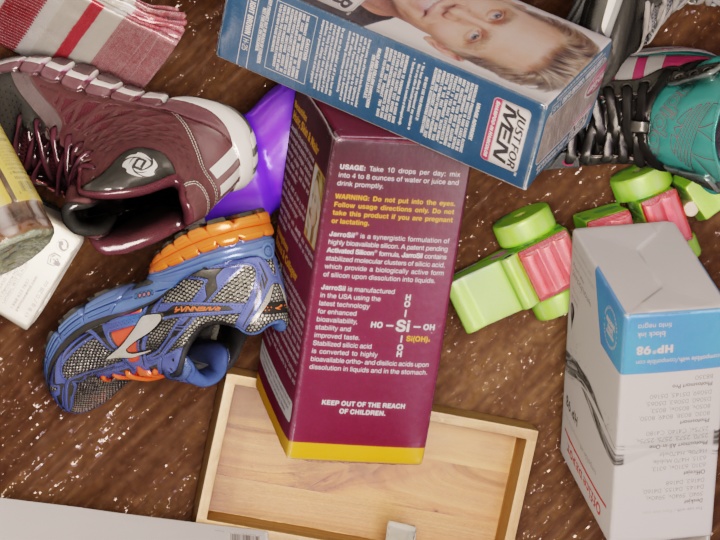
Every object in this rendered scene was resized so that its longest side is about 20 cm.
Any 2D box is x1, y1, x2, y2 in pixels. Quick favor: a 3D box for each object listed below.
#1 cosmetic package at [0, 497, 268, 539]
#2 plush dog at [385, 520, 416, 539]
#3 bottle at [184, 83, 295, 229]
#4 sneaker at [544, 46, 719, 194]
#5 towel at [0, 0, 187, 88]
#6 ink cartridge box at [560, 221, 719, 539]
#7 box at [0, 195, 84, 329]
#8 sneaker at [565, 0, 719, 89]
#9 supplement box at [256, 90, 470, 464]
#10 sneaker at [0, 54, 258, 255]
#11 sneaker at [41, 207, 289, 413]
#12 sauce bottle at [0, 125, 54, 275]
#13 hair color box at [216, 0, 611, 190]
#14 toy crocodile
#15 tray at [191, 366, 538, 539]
[{"bbox_3d":[-0.161,0.192,1.753,0.199,0.051,0.083,8,128,-9],"label":"cosmetic package"},{"bbox_3d":[0.013,0.260,1.720,0.200,0.172,0.160,-42,109,13],"label":"plush dog"},{"bbox_3d":[-0.022,-0.080,1.742,0.199,0.065,0.084,-21,104,-4],"label":"bottle"},{"bbox_3d":[0.167,-0.087,1.712,0.199,0.121,0.084,-11,107,-26],"label":"sneaker"},{"bbox_3d":[-0.205,-0.164,1.669,0.200,0.144,0.023,26,71,-11],"label":"towel"},{"bbox_3d":[0.169,0.086,1.739,0.066,0.116,0.201,-5,118,-11],"label":"ink cartridge box"},{"bbox_3d":[-0.266,-0.047,1.705,0.200,0.082,0.069,32,93,-12],"label":"box"},{"bbox_3d":[0.193,-0.169,1.705,0.115,0.075,0.200,24,51,-6],"label":"sneaker"},{"bbox_3d":[0.000,0.000,1.680,0.085,0.110,0.201,3,110,-15],"label":"supplement box"},{"bbox_3d":[-0.169,-0.064,1.664,0.199,0.116,0.076,8,125,20],"label":"sneaker"},{"bbox_3d":[-0.117,0.040,1.697,0.200,0.075,0.079,-36,73,39],"label":"sneaker"},{"bbox_3d":[-0.244,-0.091,1.638,0.065,0.065,0.200,-27,76,-3],"label":"sauce bottle"},{"bbox_3d":[0.030,-0.127,1.623,0.199,0.100,0.061,25,126,15],"label":"hair color box"},{"bbox_3d":[0.148,-0.018,1.777,0.199,0.062,0.068,-22,100,-4],"label":"toy crocodile"},{"bbox_3d":[0.002,0.127,1.790,0.199,0.037,0.099,11,97,-9],"label":"tray"}]
